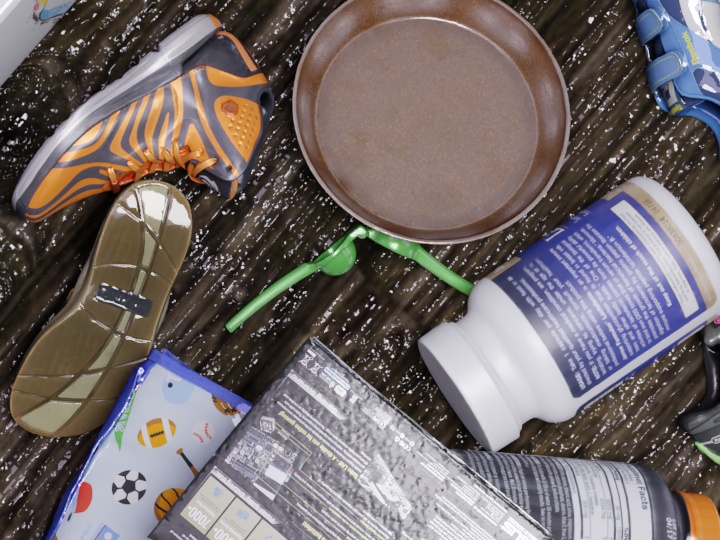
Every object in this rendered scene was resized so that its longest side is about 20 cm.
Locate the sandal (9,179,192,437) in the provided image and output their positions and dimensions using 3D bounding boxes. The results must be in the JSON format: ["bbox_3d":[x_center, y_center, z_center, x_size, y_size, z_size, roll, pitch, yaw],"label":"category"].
[{"bbox_3d":[-0.176,0.027,1.498,0.080,0.054,0.201,24,98,-15],"label":"sandal"}]

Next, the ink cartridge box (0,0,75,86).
[{"bbox_3d":[-0.272,-0.226,1.478,0.147,0.146,0.200,40,82,2],"label":"ink cartridge box"}]

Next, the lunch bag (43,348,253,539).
[{"bbox_3d":[-0.097,0.170,1.458,0.199,0.124,0.171,29,83,-8],"label":"lunch bag"}]

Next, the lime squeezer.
[{"bbox_3d":[0.000,0.000,1.535,0.198,0.038,0.071,-5,114,-6],"label":"lime squeezer"}]

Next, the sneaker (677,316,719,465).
[{"bbox_3d":[0.285,0.040,1.524,0.083,0.077,0.201,25,81,-5],"label":"sneaker"}]

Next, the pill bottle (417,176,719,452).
[{"bbox_3d":[0.146,0.033,1.494,0.199,0.116,0.116,-33,87,-8],"label":"pill bottle"}]

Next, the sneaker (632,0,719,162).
[{"bbox_3d":[0.234,-0.162,1.547,0.082,0.074,0.200,-42,86,-5],"label":"sneaker"}]

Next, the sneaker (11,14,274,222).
[{"bbox_3d":[-0.142,-0.080,1.506,0.200,0.078,0.112,-41,87,-8],"label":"sneaker"}]

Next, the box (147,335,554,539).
[{"bbox_3d":[-0.004,0.168,1.355,0.200,0.086,0.164,38,86,5],"label":"box"}]

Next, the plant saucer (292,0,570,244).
[{"bbox_3d":[0.049,-0.109,1.531,0.198,0.035,0.202,3,71,-8],"label":"plant saucer"}]

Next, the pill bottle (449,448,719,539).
[{"bbox_3d":[0.145,0.182,1.473,0.198,0.106,0.107,6,82,-17],"label":"pill bottle"}]
